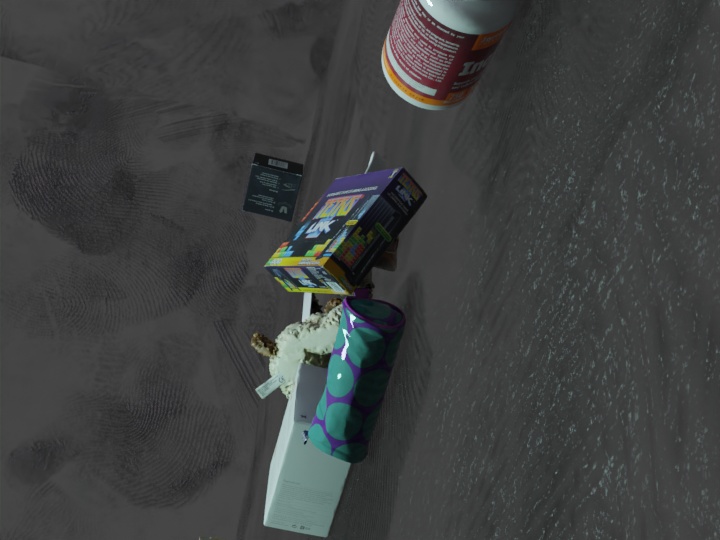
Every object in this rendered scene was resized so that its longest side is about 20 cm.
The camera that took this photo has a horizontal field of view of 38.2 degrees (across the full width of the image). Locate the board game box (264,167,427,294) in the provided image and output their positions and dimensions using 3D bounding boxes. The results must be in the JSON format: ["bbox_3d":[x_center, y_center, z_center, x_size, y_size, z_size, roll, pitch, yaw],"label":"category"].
[{"bbox_3d":[-0.023,-0.049,1.338,0.166,0.057,0.199,-53,21,-17],"label":"board game box"}]

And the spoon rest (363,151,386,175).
[{"bbox_3d":[0.011,-0.117,1.626,0.201,0.060,0.101,-93,18,-61],"label":"spoon rest"}]

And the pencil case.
[{"bbox_3d":[-0.007,0.132,1.272,0.093,0.084,0.203,-123,45,-59],"label":"pencil case"}]

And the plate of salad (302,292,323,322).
[{"bbox_3d":[-0.095,0.118,2.077,0.200,0.047,0.204,-176,90,-88],"label":"plate of salad"}]

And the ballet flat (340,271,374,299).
[{"bbox_3d":[0.000,0.000,1.604,0.068,0.046,0.200,-59,10,19],"label":"ballet flat"}]

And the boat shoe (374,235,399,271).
[{"bbox_3d":[0.019,-0.052,1.427,0.200,0.075,0.073,-113,38,-74],"label":"boat shoe"}]

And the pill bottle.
[{"bbox_3d":[0.095,-0.262,1.051,0.200,0.111,0.115,117,164,-62],"label":"pill bottle"}]

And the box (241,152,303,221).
[{"bbox_3d":[-0.331,-0.314,3.922,0.118,0.193,0.203,-90,15,-62],"label":"box"}]

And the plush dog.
[{"bbox_3d":[-0.070,0.130,1.608,0.171,0.158,0.203,-8,-66,-71],"label":"plush dog"}]

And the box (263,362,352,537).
[{"bbox_3d":[-0.066,0.254,1.461,0.125,0.096,0.202,-89,13,-57],"label":"box"}]

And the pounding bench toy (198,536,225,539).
[{"bbox_3d":[-0.405,0.835,2.894,0.200,0.122,0.159,139,143,-77],"label":"pounding bench toy"}]
